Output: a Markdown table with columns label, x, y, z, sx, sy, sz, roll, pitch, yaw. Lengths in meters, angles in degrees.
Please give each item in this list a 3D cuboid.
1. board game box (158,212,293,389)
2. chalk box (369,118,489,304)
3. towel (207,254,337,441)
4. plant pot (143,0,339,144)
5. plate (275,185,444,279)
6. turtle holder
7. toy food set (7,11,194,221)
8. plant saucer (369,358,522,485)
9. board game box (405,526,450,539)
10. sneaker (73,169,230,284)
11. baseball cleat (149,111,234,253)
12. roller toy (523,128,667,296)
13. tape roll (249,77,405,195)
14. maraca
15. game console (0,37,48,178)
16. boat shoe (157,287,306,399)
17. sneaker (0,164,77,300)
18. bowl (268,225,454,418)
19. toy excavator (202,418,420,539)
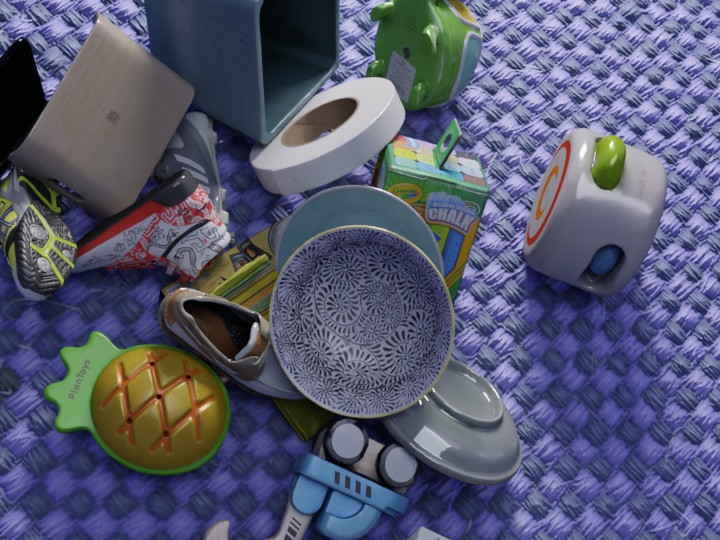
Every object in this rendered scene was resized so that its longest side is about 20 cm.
| label | x | y | z | sx | sy | sz | roll | pitch | yaw |
| --- | --- | --- | --- | --- | --- | --- | --- | --- | --- |
| board game box | -0.118 | 0.034 | 1.299 | 0.198 | 0.035 | 0.136 | -31 | 76 | -25 |
| chalk box | 0.073 | -0.078 | 1.291 | 0.122 | 0.203 | 0.125 | 12 | 23 | -7 |
| towel | -0.087 | 0.087 | 1.249 | 0.086 | 0.018 | 0.202 | -36 | 98 | -17 |
| plant pot | -0.154 | -0.313 | 1.359 | 0.197 | 0.199 | 0.196 | 21 | 47 | 20 |
| plate | 0.000 | 0.000 | 1.244 | 0.198 | 0.202 | 0.026 | 32 | 24 | 3 |
| turtle holder | 0.091 | -0.308 | 1.441 | 0.130 | 0.140 | 0.189 | -16 | 107 | -38 |
| toy food set | -0.295 | -0.174 | 1.273 | 0.143 | 0.060 | 0.202 | 35 | 74 | -31 |
| plant saucer | 0.104 | 0.149 | 1.233 | 0.197 | 0.051 | 0.201 | 24 | 26 | -12 |
| board game box | 0.123 | 0.348 | 1.148 | 0.197 | 0.148 | 0.065 | 26 | 64 | 0 |
| sneaker | -0.241 | -0.019 | 1.248 | 0.109 | 0.199 | 0.068 | 54 | 20 | -18 |
| baseball cleat | -0.211 | -0.102 | 1.328 | 0.104 | 0.070 | 0.203 | -6 | 55 | -10 |
| roller toy | 0.293 | -0.069 | 1.370 | 0.137 | 0.200 | 0.185 | 20 | 97 | -3 |
| tape roll | -0.041 | -0.164 | 1.334 | 0.203 | 0.201 | 0.037 | -43 | 121 | -26 |
| maraca | -0.235 | 0.141 | 1.179 | 0.197 | 0.107 | 0.139 | 19 | 64 | -3 |
| game console | -0.440 | -0.146 | 1.213 | 0.174 | 0.117 | 0.202 | 6 | 53 | 39 |
| boat shoe | -0.123 | 0.083 | 1.190 | 0.198 | 0.068 | 0.076 | 27 | 74 | -18 |
| sneaker | -0.368 | -0.035 | 1.228 | 0.075 | 0.076 | 0.202 | 31 | 28 | -38 |
| bowl | 0.007 | 0.047 | 1.186 | 0.196 | 0.094 | 0.205 | 2 | 100 | 9 |
| toy excavator | -0.052 | 0.256 | 1.184 | 0.192 | 0.100 | 0.203 | 24 | 76 | -7 |
